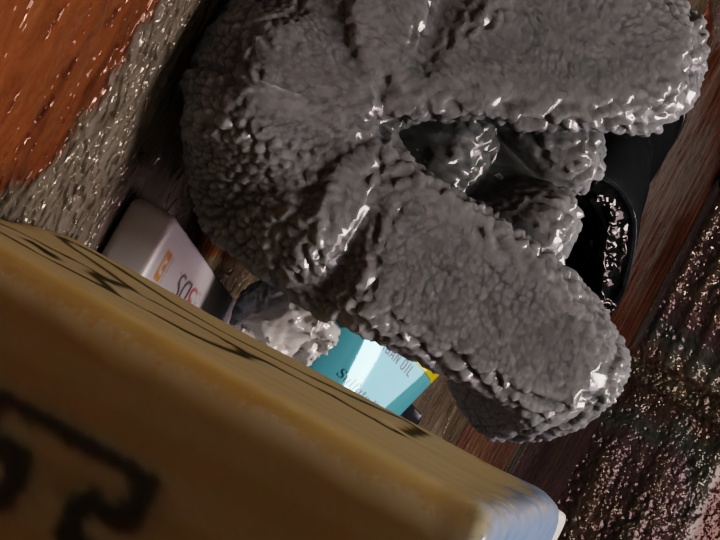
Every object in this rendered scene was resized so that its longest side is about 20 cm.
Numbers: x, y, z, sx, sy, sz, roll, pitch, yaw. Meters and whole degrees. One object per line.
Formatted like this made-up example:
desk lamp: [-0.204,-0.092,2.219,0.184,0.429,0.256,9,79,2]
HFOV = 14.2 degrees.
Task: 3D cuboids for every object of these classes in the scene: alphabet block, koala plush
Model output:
alphabet block: [-0.076,0.111,0.876,0.197,0.199,0.195,-62,169,0]
koala plush: [0.006,-0.038,1.104,0.200,0.183,0.178,163,-55,-76]

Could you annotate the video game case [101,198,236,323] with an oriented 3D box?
video game case: [-0.112,0.081,1.115,0.201,0.022,0.182,-61,169,-7]

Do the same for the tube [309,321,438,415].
tube: [-0.015,0.053,1.209,0.200,0.050,0.077,-49,130,-7]

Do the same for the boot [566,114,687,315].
boot: [0.076,0.000,1.337,0.200,0.076,0.168,-56,-179,33]

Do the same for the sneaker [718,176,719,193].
sneaker: [0.451,-0.156,3.193,0.200,0.075,0.088,-41,127,-38]

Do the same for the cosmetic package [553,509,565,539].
cosmetic package: [-0.025,0.163,1.354,0.201,0.164,0.165,-63,169,-1]

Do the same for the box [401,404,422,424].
box: [-0.032,0.126,1.551,0.160,0.046,0.200,-61,170,-5]
